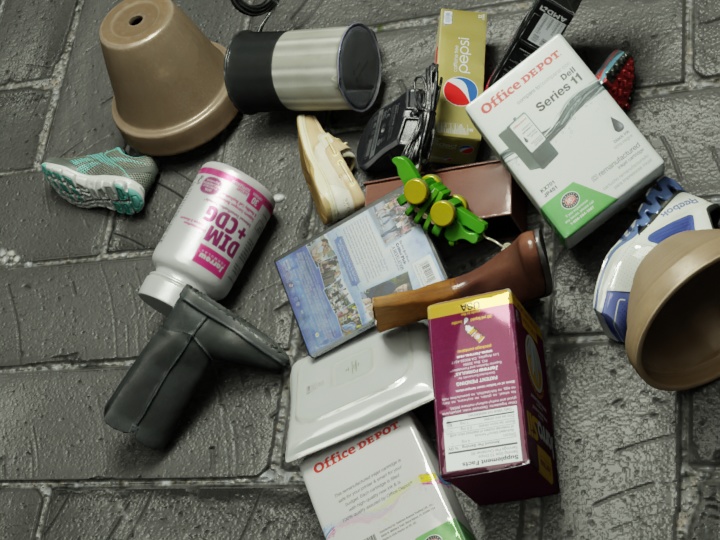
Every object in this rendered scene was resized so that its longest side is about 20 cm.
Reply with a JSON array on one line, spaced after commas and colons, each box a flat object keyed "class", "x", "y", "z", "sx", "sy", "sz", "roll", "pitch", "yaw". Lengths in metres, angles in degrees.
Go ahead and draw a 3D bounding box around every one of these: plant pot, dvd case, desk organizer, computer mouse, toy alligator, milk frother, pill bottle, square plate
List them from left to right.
[{"class": "plant pot", "x": -0.281, "y": -0.291, "z": 1.864, "sx": 0.199, "sy": 0.175, "sz": 0.201, "roll": -10, "pitch": 50, "yaw": 12}, {"class": "pill bottle", "x": -0.204, "y": -0.032, "z": 1.738, "sx": 0.113, "sy": 0.113, "sz": 0.201, "roll": 18, "pitch": 72, "yaw": 32}, {"class": "milk frother", "x": -0.082, "y": -0.323, "z": 1.777, "sx": 0.187, "sy": 0.201, "sz": 0.181, "roll": 2, "pitch": 47, "yaw": 29}, {"class": "square plate", "x": -0.003, "y": 0.124, "z": 1.550, "sx": 0.197, "sy": 0.029, "sz": 0.200, "roll": -25, "pitch": 25, "yaw": 11}, {"class": "dvd case", "x": 0.000, "y": 0.000, "z": 1.608, "sx": 0.199, "sy": 0.018, "sz": 0.143, "roll": -29, "pitch": 63, "yaw": 14}, {"class": "computer mouse", "x": 0.057, "y": -0.172, "z": 1.685, "sx": 0.200, "sy": 0.052, "sz": 0.140, "roll": -20, "pitch": 54, "yaw": 64}, {"class": "desk organizer", "x": 0.105, "y": -0.076, "z": 1.639, "sx": 0.198, "sy": 0.072, "sz": 0.078, "roll": -8, "pitch": 62, "yaw": 22}, {"class": "toy alligator", "x": 0.105, "y": -0.058, "z": 1.560, "sx": 0.200, "sy": 0.059, "sz": 0.054, "roll": 40, "pitch": 114, "yaw": 12}, {"class": "plant pot", "x": 0.353, "y": 0.023, "z": 1.384, "sx": 0.200, "sy": 0.201, "sz": 0.093, "roll": -35, "pitch": 49, "yaw": 4}]

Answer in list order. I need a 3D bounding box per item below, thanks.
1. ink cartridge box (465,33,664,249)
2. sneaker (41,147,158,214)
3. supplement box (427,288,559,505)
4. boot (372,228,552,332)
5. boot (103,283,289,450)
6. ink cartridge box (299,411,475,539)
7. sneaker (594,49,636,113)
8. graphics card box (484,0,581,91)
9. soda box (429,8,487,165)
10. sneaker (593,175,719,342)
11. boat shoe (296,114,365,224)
[{"class": "ink cartridge box", "x": 0.237, "y": -0.150, "z": 1.532, "sx": 0.146, "sy": 0.083, "sz": 0.201, "roll": -38, "pitch": 76, "yaw": 5}, {"class": "sneaker", "x": -0.375, "y": -0.141, "z": 1.920, "sx": 0.199, "sy": 0.078, "sz": 0.091, "roll": 14, "pitch": 54, "yaw": 28}, {"class": "supplement box", "x": 0.146, "y": 0.141, "z": 1.452, "sx": 0.102, "sy": 0.131, "sz": 0.202, "roll": -12, "pitch": 64, "yaw": 19}, {"class": "boot", "x": 0.109, "y": 0.013, "z": 1.484, "sx": 0.198, "sy": 0.188, "sz": 0.069, "roll": -8, "pitch": 78, "yaw": -5}, {"class": "boot", "x": -0.208, "y": 0.144, "z": 1.661, "sx": 0.164, "sy": 0.066, "sz": 0.201, "roll": 34, "pitch": 93, "yaw": -2}, {"class": "ink cartridge box", "x": 0.036, "y": 0.275, "z": 1.467, "sx": 0.144, "sy": 0.084, "sz": 0.201, "roll": -30, "pitch": 54, "yaw": 7}, {"class": "sneaker", "x": 0.261, "y": -0.199, "z": 1.627, "sx": 0.095, "sy": 0.079, "sz": 0.201, "roll": 29, "pitch": 78, "yaw": 37}, {"class": "graphics card box", "x": 0.225, "y": -0.305, "z": 1.624, "sx": 0.051, "sy": 0.200, "sz": 0.126, "roll": 29, "pitch": 58, "yaw": 1}, {"class": "soda box", "x": 0.126, "y": -0.238, "z": 1.710, "sx": 0.063, "sy": 0.068, "sz": 0.201, "roll": 6, "pitch": 63, "yaw": -1}, {"class": "sneaker", "x": 0.350, "y": -0.009, "z": 1.476, "sx": 0.115, "sy": 0.081, "sz": 0.200, "roll": 21, "pitch": 72, "yaw": 35}, {"class": "boat shoe", "x": -0.039, "y": -0.139, "z": 1.751, "sx": 0.069, "sy": 0.074, "sz": 0.201, "roll": -12, "pitch": 47, "yaw": -7}]
